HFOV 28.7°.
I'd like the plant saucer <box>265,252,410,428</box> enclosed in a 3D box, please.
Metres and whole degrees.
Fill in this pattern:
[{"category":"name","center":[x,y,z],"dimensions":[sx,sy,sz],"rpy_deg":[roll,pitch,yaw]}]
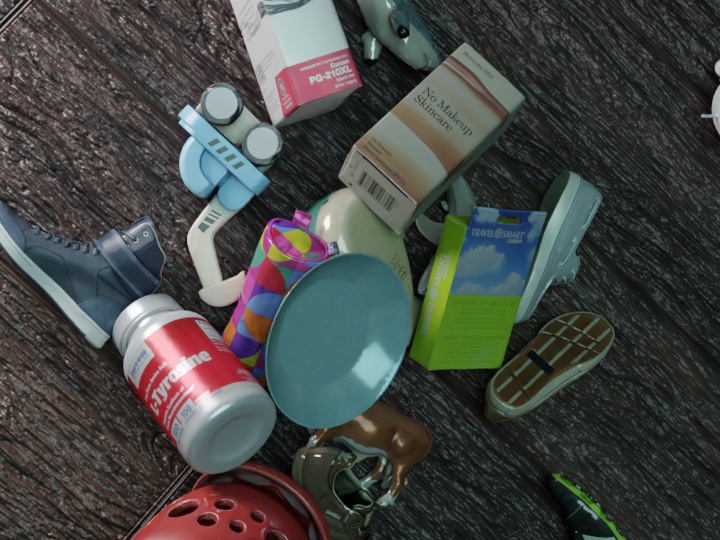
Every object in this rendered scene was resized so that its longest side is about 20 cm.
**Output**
[{"category":"plant saucer","center":[-0.032,0.073,1.543],"dimensions":[0.200,0.039,0.202],"rpy_deg":[-16,116,-37]}]

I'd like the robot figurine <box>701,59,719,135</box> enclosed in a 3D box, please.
[{"category":"robot figurine","center":[0.525,-0.218,1.767],"dimensions":[0.200,0.113,0.170],"rpy_deg":[-33,65,-13]}]

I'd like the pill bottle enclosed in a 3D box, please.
[{"category":"pill bottle","center":[-0.188,0.118,1.535],"dimensions":[0.112,0.112,0.200],"rpy_deg":[-35,54,-13]}]

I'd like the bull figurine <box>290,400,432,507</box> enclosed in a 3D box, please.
[{"category":"bull figurine","center":[-0.014,0.184,1.637],"dimensions":[0.199,0.065,0.122],"rpy_deg":[29,84,-6]}]

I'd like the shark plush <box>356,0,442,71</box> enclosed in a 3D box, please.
[{"category":"shark plush","center":[0.034,-0.331,1.708],"dimensions":[0.083,0.091,0.201],"rpy_deg":[-11,67,-33]}]

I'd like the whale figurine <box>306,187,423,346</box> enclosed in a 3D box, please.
[{"category":"whale figurine","center":[0.000,0.000,1.645],"dimensions":[0.200,0.103,0.159],"rpy_deg":[56,44,-25]}]

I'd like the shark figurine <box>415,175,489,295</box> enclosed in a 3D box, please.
[{"category":"shark figurine","center":[0.118,-0.081,1.672],"dimensions":[0.128,0.089,0.216],"rpy_deg":[-1,74,-27]}]

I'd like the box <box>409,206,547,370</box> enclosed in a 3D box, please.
[{"category":"box","center":[0.136,0.017,1.633],"dimensions":[0.122,0.048,0.201],"rpy_deg":[1,111,-38]}]

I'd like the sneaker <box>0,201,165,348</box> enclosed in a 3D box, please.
[{"category":"sneaker","center":[-0.310,-0.034,1.570],"dimensions":[0.146,0.077,0.202],"rpy_deg":[-43,105,-1]}]

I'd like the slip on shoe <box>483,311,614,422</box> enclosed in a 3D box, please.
[{"category":"slip on shoe","center":[0.225,0.119,1.702],"dimensions":[0.076,0.061,0.200],"rpy_deg":[43,58,16]}]

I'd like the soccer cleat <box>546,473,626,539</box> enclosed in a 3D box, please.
[{"category":"soccer cleat","center":[0.281,0.333,1.695],"dimensions":[0.081,0.068,0.200],"rpy_deg":[-40,95,0]}]

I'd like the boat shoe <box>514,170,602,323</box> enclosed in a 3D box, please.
[{"category":"boat shoe","center":[0.237,-0.020,1.707],"dimensions":[0.071,0.070,0.202],"rpy_deg":[27,83,-15]}]

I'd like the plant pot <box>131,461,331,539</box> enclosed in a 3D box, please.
[{"category":"plant pot","center":[-0.142,0.322,1.515],"dimensions":[0.201,0.200,0.183],"rpy_deg":[49,36,-5]}]

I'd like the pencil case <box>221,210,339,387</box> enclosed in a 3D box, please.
[{"category":"pencil case","center":[-0.099,0.036,1.576],"dimensions":[0.088,0.089,0.201],"rpy_deg":[21,118,-11]}]

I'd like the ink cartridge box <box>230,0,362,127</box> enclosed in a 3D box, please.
[{"category":"ink cartridge box","center":[-0.083,-0.280,1.615],"dimensions":[0.084,0.145,0.201],"rpy_deg":[-19,90,-15]}]

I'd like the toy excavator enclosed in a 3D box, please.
[{"category":"toy excavator","center":[-0.161,-0.087,1.618],"dimensions":[0.194,0.100,0.200],"rpy_deg":[44,91,-4]}]

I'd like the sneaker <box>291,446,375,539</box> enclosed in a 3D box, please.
[{"category":"sneaker","center":[-0.016,0.286,1.584],"dimensions":[0.071,0.075,0.201],"rpy_deg":[-57,135,-49]}]

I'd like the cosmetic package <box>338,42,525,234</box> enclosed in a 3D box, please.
[{"category":"cosmetic package","center":[0.081,-0.150,1.594],"dimensions":[0.103,0.087,0.200],"rpy_deg":[42,65,5]}]
